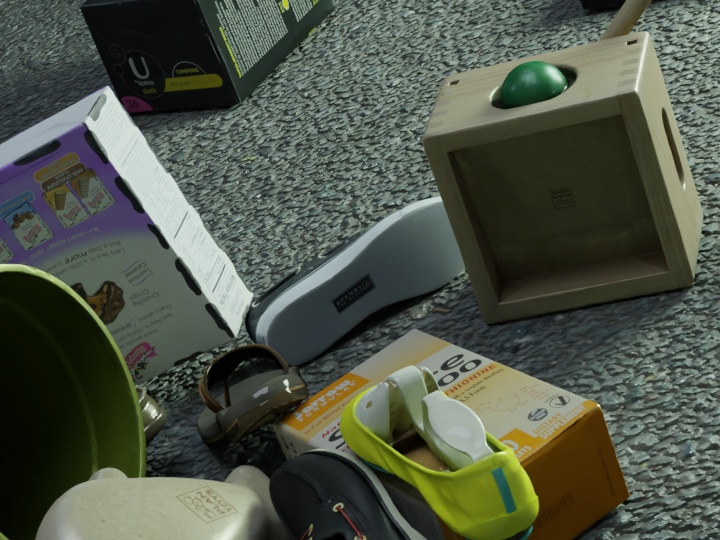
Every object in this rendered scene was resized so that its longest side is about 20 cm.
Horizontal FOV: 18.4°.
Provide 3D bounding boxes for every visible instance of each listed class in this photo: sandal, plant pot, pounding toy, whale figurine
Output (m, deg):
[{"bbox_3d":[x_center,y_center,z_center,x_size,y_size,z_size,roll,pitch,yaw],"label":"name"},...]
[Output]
[{"bbox_3d":[-0.082,0.081,1.516,0.082,0.055,0.200,-35,1,-5],"label":"sandal"},{"bbox_3d":[-0.280,0.119,1.470,0.193,0.200,0.200,-19,23,30],"label":"plant pot"},{"bbox_3d":[0.156,-0.096,1.587,0.184,0.200,0.142,-11,27,19],"label":"pounding toy"},{"bbox_3d":[-0.115,0.186,1.377,0.159,0.104,0.200,35,32,26],"label":"whale figurine"}]

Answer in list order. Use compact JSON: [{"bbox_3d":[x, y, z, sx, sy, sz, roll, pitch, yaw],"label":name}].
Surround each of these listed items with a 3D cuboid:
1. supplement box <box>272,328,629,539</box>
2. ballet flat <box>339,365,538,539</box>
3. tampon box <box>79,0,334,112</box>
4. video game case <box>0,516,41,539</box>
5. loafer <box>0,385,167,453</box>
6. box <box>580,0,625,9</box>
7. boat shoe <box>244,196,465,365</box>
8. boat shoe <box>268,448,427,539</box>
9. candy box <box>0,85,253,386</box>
[{"bbox_3d":[0.053,0.117,1.393,0.126,0.074,0.200,-33,28,-23],"label":"supplement box"},{"bbox_3d":[0.041,0.093,1.290,0.067,0.067,0.200,-26,28,-16],"label":"ballet flat"},{"bbox_3d":[-0.149,-0.260,2.218,0.150,0.126,0.200,-2,32,35],"label":"tampon box"},{"bbox_3d":[-0.273,0.163,1.603,0.181,0.026,0.200,-5,29,31],"label":"video game case"},{"bbox_3d":[-0.231,0.105,1.577,0.200,0.067,0.076,-7,28,27],"label":"loafer"},{"bbox_3d":[0.312,-0.318,2.083,0.193,0.048,0.200,-6,29,24],"label":"box"},{"bbox_3d":[0.000,0.000,1.671,0.200,0.069,0.057,-31,27,-16],"label":"boat shoe"},{"bbox_3d":[-0.008,0.167,1.316,0.063,0.074,0.201,-9,30,-25],"label":"boat shoe"},{"bbox_3d":[-0.205,-0.008,1.649,0.168,0.200,0.072,-26,21,22],"label":"candy box"}]
